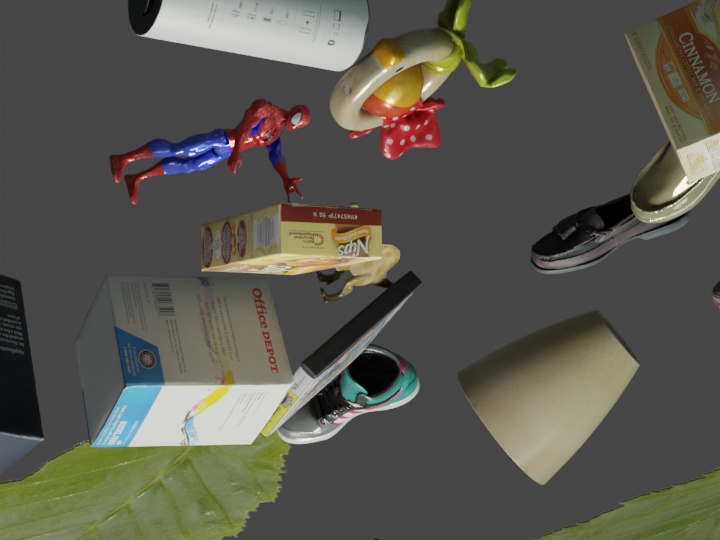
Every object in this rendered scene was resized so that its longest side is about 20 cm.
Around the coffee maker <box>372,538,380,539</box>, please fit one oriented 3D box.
[{"bbox_3d":[-0.020,0.541,2.540,0.200,0.135,0.192,-27,171,20],"label":"coffee maker"}]

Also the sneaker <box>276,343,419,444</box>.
[{"bbox_3d":[-0.022,0.157,1.932,0.200,0.084,0.121,-23,154,-4],"label":"sneaker"}]

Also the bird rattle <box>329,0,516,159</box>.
[{"bbox_3d":[0.036,-0.180,1.395,0.163,0.113,0.200,-13,166,-45],"label":"bird rattle"}]

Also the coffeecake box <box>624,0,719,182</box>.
[{"bbox_3d":[0.385,-0.201,1.479,0.200,0.154,0.073,-23,149,11],"label":"coffeecake box"}]

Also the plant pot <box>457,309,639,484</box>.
[{"bbox_3d":[0.264,0.150,1.992,0.200,0.187,0.187,-38,145,9],"label":"plant pot"}]

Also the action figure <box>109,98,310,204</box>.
[{"bbox_3d":[-0.136,-0.101,1.459,0.200,0.099,0.065,-22,149,5],"label":"action figure"}]

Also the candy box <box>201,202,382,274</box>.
[{"bbox_3d":[-0.075,-0.030,1.551,0.115,0.055,0.200,3,175,-29],"label":"candy box"}]

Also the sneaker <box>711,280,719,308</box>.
[{"bbox_3d":[0.511,-0.021,1.919,0.075,0.081,0.200,26,137,-10],"label":"sneaker"}]

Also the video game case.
[{"bbox_3d":[-0.028,0.100,1.776,0.200,0.026,0.181,-39,172,-36],"label":"video game case"}]

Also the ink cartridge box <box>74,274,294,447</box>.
[{"bbox_3d":[-0.202,0.104,1.704,0.200,0.147,0.145,2,144,-27],"label":"ink cartridge box"}]

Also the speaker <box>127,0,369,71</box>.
[{"bbox_3d":[-0.096,-0.225,1.288,0.200,0.081,0.081,5,143,-32],"label":"speaker"}]

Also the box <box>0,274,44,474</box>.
[{"bbox_3d":[-0.445,0.128,1.578,0.117,0.200,0.197,17,136,-43],"label":"box"}]

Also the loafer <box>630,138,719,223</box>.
[{"bbox_3d":[0.372,-0.132,1.671,0.200,0.076,0.068,-43,140,22],"label":"loafer"}]

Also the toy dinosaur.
[{"bbox_3d":[0.000,0.000,1.718,0.101,0.058,0.200,-20,149,5],"label":"toy dinosaur"}]

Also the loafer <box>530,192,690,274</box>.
[{"bbox_3d":[0.289,-0.060,1.763,0.200,0.072,0.063,-20,130,-5],"label":"loafer"}]
